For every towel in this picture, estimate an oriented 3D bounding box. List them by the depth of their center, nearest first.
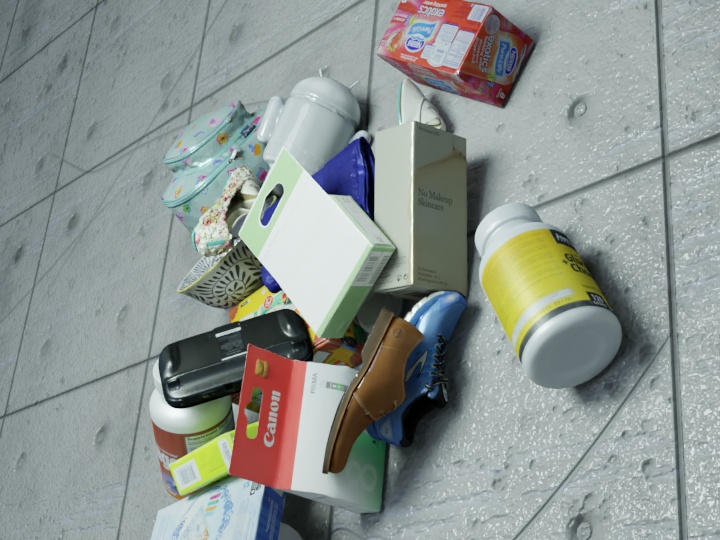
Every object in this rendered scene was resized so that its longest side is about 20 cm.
[{"bbox_3d":[-0.050,-0.067,1.498,0.199,0.049,0.150,-33,42,31],"label":"towel"}]

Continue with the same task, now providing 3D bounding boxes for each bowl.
[{"bbox_3d":[-0.166,-0.007,1.664,0.200,0.094,0.201,-41,11,10],"label":"bowl"}]

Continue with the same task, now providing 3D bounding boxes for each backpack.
[{"bbox_3d":[-0.217,-0.154,1.752,0.175,0.153,0.202,-3,51,55],"label":"backpack"}]

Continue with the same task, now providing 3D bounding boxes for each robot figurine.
[{"bbox_3d":[-0.070,-0.197,1.671,0.167,0.113,0.203,22,83,11],"label":"robot figurine"}]

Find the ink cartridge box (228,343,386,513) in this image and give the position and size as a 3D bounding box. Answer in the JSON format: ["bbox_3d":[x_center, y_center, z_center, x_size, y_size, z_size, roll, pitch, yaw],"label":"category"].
[{"bbox_3d":[-0.054,0.187,1.353,0.050,0.198,0.164,-20,55,45],"label":"ink cartridge box"}]

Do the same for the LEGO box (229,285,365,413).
[{"bbox_3d":[-0.090,0.086,1.557,0.199,0.077,0.151,-33,48,34],"label":"LEGO box"}]

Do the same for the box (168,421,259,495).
[{"bbox_3d":[-0.137,0.226,1.469,0.121,0.199,0.048,-31,78,34],"label":"box"}]

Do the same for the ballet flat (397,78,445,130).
[{"bbox_3d":[0.086,-0.167,1.520,0.069,0.069,0.204,-20,58,42],"label":"ballet flat"}]

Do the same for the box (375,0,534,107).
[{"bbox_3d":[0.122,-0.297,1.517,0.199,0.095,0.101,29,91,53],"label":"box"}]

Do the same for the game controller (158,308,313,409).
[{"bbox_3d":[-0.160,0.110,1.452,0.197,0.043,0.105,-16,38,-6],"label":"game controller"}]

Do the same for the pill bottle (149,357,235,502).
[{"bbox_3d":[-0.225,0.210,1.538,0.112,0.110,0.203,-132,32,-51],"label":"pill bottle"}]

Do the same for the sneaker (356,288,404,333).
[{"bbox_3d":[0.000,0.000,1.500,0.076,0.080,0.202,-39,45,25],"label":"sneaker"}]

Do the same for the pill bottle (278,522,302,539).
[{"bbox_3d":[-0.166,0.377,1.449,0.198,0.110,0.113,-13,59,46],"label":"pill bottle"}]

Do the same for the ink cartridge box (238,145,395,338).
[{"bbox_3d":[-0.059,-0.036,1.413,0.201,0.047,0.147,50,122,33],"label":"ink cartridge box"}]

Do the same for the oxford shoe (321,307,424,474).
[{"bbox_3d":[0.013,0.149,1.300,0.071,0.070,0.203,-68,3,-85],"label":"oxford shoe"}]

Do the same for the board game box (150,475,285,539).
[{"bbox_3d":[-0.181,0.341,1.349,0.197,0.043,0.202,-28,32,27],"label":"board game box"}]

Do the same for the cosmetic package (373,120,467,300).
[{"bbox_3d":[0.074,-0.070,1.400,0.072,0.102,0.204,-10,76,46],"label":"cosmetic package"}]

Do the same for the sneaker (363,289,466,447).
[{"bbox_3d":[0.080,0.120,1.353,0.088,0.078,0.203,26,88,35],"label":"sneaker"}]

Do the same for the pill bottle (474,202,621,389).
[{"bbox_3d":[0.194,0.021,1.229,0.112,0.111,0.202,-45,41,22],"label":"pill bottle"}]

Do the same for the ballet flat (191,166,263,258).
[{"bbox_3d":[-0.171,-0.081,1.594,0.063,0.077,0.201,-3,35,21],"label":"ballet flat"}]
